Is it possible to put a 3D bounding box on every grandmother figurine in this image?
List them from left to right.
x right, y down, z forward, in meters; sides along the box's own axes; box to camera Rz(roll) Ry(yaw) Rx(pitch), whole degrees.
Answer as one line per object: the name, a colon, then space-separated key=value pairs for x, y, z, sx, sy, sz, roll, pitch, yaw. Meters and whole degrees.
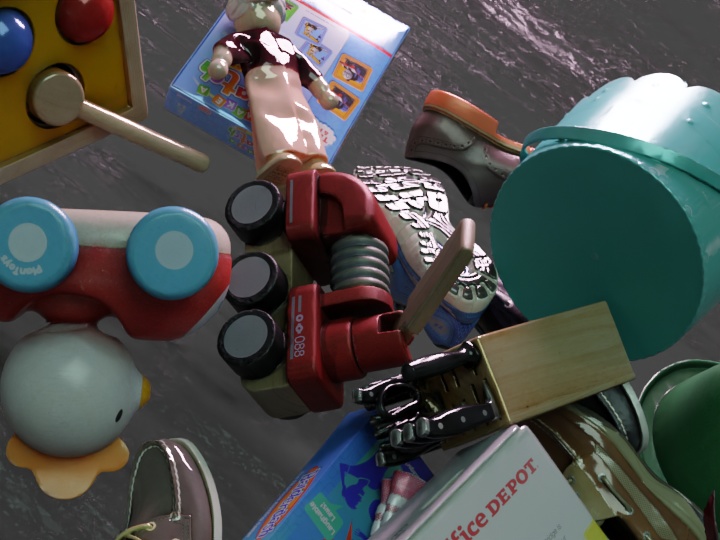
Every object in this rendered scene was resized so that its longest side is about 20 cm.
grandmother figurine: x=-0.076 y=-0.158 z=1.138 sx=0.121 sy=0.060 sz=0.201 roll=19 pitch=47 yaw=-43

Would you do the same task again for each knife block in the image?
knife block: x=0.096 y=0.076 z=0.945 sx=0.198 sy=0.176 sz=0.065 roll=-20 pitch=82 yaw=0

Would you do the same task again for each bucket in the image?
bucket: x=0.206 y=-0.039 z=1.061 sx=0.207 sy=0.208 sz=0.135 roll=43 pitch=42 yaw=8

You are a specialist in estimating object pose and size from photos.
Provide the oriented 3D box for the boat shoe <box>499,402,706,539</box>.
boat shoe: x=0.183 y=0.173 z=1.064 sx=0.200 sy=0.076 sz=0.074 roll=39 pitch=59 yaw=5

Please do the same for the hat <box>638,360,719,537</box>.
hat: x=0.326 y=0.102 z=1.089 sx=0.164 sy=0.176 sz=0.201 roll=-12 pitch=65 yaw=-27

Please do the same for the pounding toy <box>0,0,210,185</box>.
pounding toy: x=-0.234 y=-0.153 z=1.046 sx=0.183 sy=0.201 sz=0.142 roll=-30 pitch=45 yaw=-33

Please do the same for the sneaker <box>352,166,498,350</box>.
sneaker: x=0.039 y=-0.013 z=1.122 sx=0.078 sy=0.090 sz=0.201 roll=-1 pitch=40 yaw=-25

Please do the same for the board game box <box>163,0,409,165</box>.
board game box: x=-0.061 y=-0.180 z=1.210 sx=0.150 sy=0.037 sz=0.201 roll=30 pitch=53 yaw=-2

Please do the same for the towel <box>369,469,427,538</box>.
towel: x=0.058 y=0.252 z=0.932 sx=0.146 sy=0.030 sz=0.202 roll=28 pitch=59 yaw=-30

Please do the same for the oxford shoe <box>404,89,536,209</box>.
oxford shoe: x=0.130 y=-0.077 z=1.216 sx=0.199 sy=0.071 sz=0.073 roll=31 pitch=82 yaw=-4

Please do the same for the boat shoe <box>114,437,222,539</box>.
boat shoe: x=-0.135 y=0.203 z=0.914 sx=0.059 sy=0.072 sz=0.202 roll=22 pitch=53 yaw=-43

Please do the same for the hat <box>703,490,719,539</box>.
hat: x=0.289 y=0.288 z=0.965 sx=0.198 sy=0.176 sz=0.167 roll=17 pitch=55 yaw=-11

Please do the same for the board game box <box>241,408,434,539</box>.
board game box: x=-0.006 y=0.214 z=0.941 sx=0.153 sy=0.045 sz=0.200 roll=53 pitch=50 yaw=-12

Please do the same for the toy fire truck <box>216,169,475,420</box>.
toy fire truck: x=0.000 y=0.000 z=1.007 sx=0.198 sy=0.129 sz=0.177 roll=-10 pitch=56 yaw=16

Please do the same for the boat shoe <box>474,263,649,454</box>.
boat shoe: x=0.153 y=0.075 z=1.113 sx=0.060 sy=0.074 sz=0.201 roll=-22 pitch=67 yaw=-31

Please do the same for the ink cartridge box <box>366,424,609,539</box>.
ink cartridge box: x=0.102 y=0.225 z=0.896 sx=0.145 sy=0.083 sz=0.201 roll=-37 pitch=94 yaw=-37

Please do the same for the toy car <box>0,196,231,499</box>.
toy car: x=-0.181 y=0.058 z=0.958 sx=0.175 sy=0.184 sz=0.202 roll=3 pitch=89 yaw=-9
